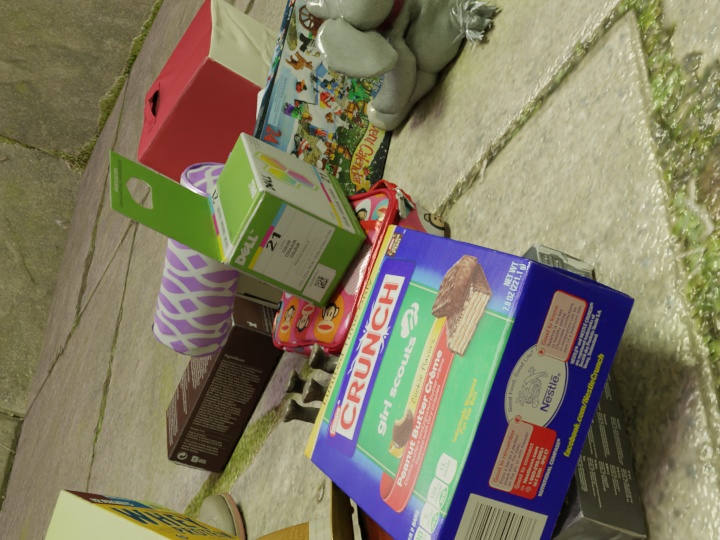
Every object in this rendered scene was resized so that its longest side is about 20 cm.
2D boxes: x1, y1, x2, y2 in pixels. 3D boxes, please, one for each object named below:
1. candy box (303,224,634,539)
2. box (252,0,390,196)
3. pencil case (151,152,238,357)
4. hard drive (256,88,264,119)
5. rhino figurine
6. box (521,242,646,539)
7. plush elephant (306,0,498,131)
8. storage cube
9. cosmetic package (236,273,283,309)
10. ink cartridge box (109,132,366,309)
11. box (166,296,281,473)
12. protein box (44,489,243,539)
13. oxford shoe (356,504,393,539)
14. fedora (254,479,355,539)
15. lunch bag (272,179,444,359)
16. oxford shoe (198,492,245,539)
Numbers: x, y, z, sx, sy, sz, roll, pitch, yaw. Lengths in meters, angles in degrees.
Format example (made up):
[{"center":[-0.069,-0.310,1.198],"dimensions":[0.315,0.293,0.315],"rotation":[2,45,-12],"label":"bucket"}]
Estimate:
[{"center":[0.054,0.069,0.648],"dimensions":[0.200,0.076,0.171],"rotation":[20,90,69],"label":"candy box"},{"center":[-0.031,-0.177,1.119],"dimensions":[0.038,0.135,0.203],"rotation":[-25,50,63],"label":"box"},{"center":[-0.153,-0.010,1.078],"dimensions":[0.085,0.083,0.202],"rotation":[-41,-27,-56],"label":"pencil case"},{"center":[-0.060,-0.155,1.233],"dimensions":[0.130,0.025,0.202],"rotation":[-19,45,17],"label":"hard drive"},{"center":[-0.002,0.094,0.859],"dimensions":[0.200,0.086,0.061],"rotation":[134,152,-66],"label":"rhino figurine"},{"center":[0.096,0.108,0.685],"dimensions":[0.158,0.049,0.202],"rotation":[-52,28,40],"label":"box"},{"center":[0.018,-0.245,1.029],"dimensions":[0.199,0.153,0.167],"rotation":[-6,66,67],"label":"plush elephant"},{"center":[-0.170,-0.215,1.423],"dimensions":[0.180,0.198,0.172],"rotation":[-49,29,30],"label":"storage cube"},{"center":[-0.110,-0.015,1.224],"dimensions":[0.072,0.104,0.200],"rotation":[-70,20,6],"label":"cosmetic package"},{"center":[-0.109,-0.065,0.921],"dimensions":[0.076,0.198,0.148],"rotation":[-58,24,16],"label":"ink cartridge box"},{"center":[-0.162,0.127,1.277],"dimensions":[0.202,0.074,0.101],"rotation":[-64,22,23],"label":"box"},{"center":[-0.194,0.331,0.980],"dimensions":[0.196,0.134,0.203],"rotation":[12,82,33],"label":"protein box"},{"center":[0.026,0.190,0.769],"dimensions":[0.201,0.070,0.074],"rotation":[-85,5,-57],"label":"oxford shoe"},{"center":[-0.038,0.237,0.757],"dimensions":[0.201,0.080,0.204],"rotation":[174,90,-89],"label":"fedora"},{"center":[0.000,0.000,0.984],"dimensions":[0.199,0.081,0.178],"rotation":[-5,63,65],"label":"lunch bag"},{"center":[-0.165,0.313,1.120],"dimensions":[0.071,0.073,0.202],"rotation":[-55,26,34],"label":"oxford shoe"}]
